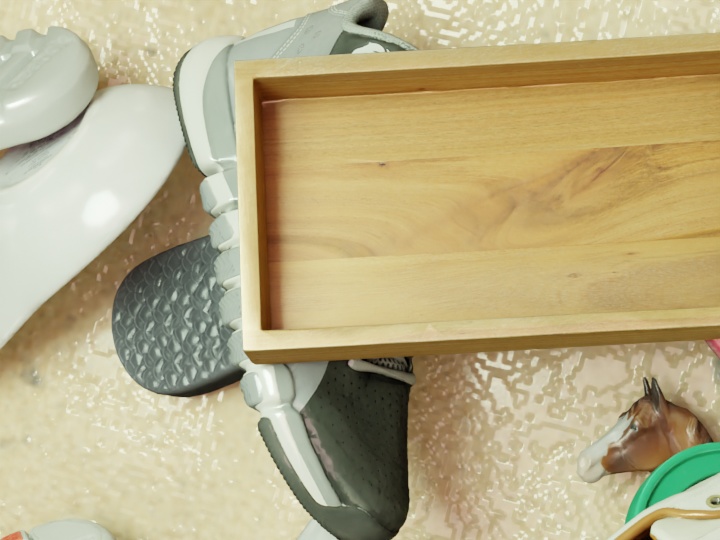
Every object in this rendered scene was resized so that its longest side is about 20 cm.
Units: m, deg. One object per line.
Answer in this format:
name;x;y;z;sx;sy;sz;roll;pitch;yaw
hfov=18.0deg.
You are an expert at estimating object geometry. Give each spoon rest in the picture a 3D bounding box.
spoon rest;-0.140;-0.006;0.882;0.200;0.099;0.061;-31;117;19

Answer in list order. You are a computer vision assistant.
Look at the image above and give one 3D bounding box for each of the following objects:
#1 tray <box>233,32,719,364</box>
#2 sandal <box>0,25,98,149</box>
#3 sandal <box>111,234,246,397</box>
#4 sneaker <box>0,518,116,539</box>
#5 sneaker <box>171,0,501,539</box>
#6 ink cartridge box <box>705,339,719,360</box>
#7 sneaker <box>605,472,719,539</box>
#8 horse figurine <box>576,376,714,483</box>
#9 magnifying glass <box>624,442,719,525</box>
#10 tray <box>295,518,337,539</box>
tray;0.060;-0.024;0.761;0.199;0.037;0.099;-3;79;2
sandal;-0.189;-0.045;0.887;0.202;0.083;0.050;-7;126;28
sandal;0.000;-0.001;0.872;0.200;0.043;0.076;-11;79;21
sneaker;-0.159;0.178;0.893;0.200;0.077;0.082;-39;108;9
sneaker;0.009;-0.010;0.806;0.115;0.075;0.200;-22;74;16
ink cartridge box;0.234;0.005;0.793;0.200;0.083;0.145;-39;81;10
sneaker;0.144;0.089;0.729;0.200;0.085;0.073;-31;82;11
horse figurine;0.129;0.155;0.825;0.133;0.050;0.200;-43;74;-6
magnifying glass;0.176;0.141;0.797;0.200;0.022;0.080;42;67;9
tray;-0.051;0.195;0.857;0.200;0.022;0.107;-52;49;6
